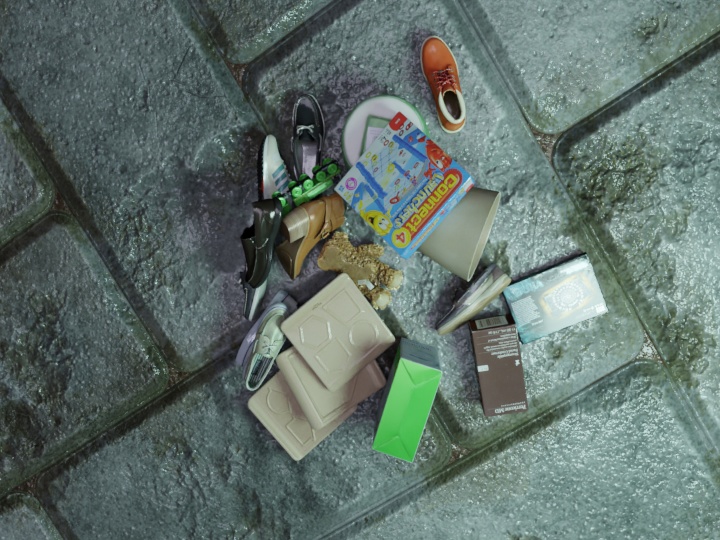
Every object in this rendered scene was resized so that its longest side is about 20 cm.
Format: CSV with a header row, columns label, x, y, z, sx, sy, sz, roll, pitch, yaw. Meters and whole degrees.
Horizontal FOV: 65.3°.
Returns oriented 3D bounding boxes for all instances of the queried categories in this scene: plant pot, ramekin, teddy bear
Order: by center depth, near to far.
label,x,y,z,sx,sy,sz,roll,pitch,yaw
plant pot,0.165,-0.104,1.165,0.197,0.187,0.191,22,99,16
ramekin,0.051,-0.269,1.181,0.195,0.098,0.205,1,97,5
teddy bear,0.000,0.000,1.245,0.196,0.067,0.148,16,108,-3

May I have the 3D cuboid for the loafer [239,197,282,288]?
label,x,y,z,sx,sy,sz,roll,pitch,yaw
loafer,-0.214,-0.059,1.148,0.070,0.073,0.204,7,114,-22

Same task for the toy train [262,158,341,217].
label,x,y,z,sx,sy,sz,roll,pitch,yaw
toy train,-0.123,-0.164,1.181,0.198,0.042,0.057,-33,131,-4

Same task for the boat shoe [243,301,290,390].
label,x,y,z,sx,sy,sz,roll,pitch,yaw
boat shoe,-0.200,0.168,1.220,0.071,0.062,0.203,17,105,-19

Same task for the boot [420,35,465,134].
label,x,y,z,sx,sy,sz,roll,pitch,yaw
boot,0.174,-0.389,1.152,0.074,0.107,0.204,-18,94,9

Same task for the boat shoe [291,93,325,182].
label,x,y,z,sx,sy,sz,roll,pitch,yaw
boat shoe,-0.117,-0.280,1.215,0.072,0.060,0.205,3,98,5

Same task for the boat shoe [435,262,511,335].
label,x,y,z,sx,sy,sz,roll,pitch,yaw
boat shoe,0.235,0.063,1.224,0.200,0.071,0.065,-44,67,21

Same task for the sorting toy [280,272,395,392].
label,x,y,z,sx,sy,sz,roll,pitch,yaw
sorting toy,-0.048,0.135,1.219,0.184,0.036,0.201,-38,104,-2

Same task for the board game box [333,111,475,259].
label,x,y,z,sx,sy,sz,roll,pitch,yaw
board game box,0.082,-0.163,1.084,0.196,0.056,0.201,45,99,18

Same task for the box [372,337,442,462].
label,x,y,z,sx,sy,sz,roll,pitch,yaw
box,0.101,0.270,1.204,0.095,0.177,0.204,17,99,2

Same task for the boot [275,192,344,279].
label,x,y,z,sx,sy,sz,roll,pitch,yaw
boot,-0.104,-0.073,1.227,0.153,0.201,0.074,-32,67,-28

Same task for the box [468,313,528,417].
label,x,y,z,sx,sy,sz,roll,pitch,yaw
box,0.298,0.206,1.219,0.098,0.075,0.204,-10,105,8

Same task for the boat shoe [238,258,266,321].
label,x,y,z,sx,sy,sz,roll,pitch,yaw
boat shoe,-0.239,0.009,1.249,0.059,0.074,0.205,12,96,0

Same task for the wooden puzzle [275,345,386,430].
label,x,y,z,sx,sy,sz,roll,pitch,yaw
wooden puzzle,-0.066,0.226,1.263,0.198,0.037,0.187,-30,89,-10

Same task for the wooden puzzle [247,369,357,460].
label,x,y,z,sx,sy,sz,roll,pitch,yaw
wooden puzzle,-0.132,0.305,1.301,0.200,0.046,0.186,-42,92,4

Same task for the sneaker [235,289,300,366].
label,x,y,z,sx,sy,sz,roll,pitch,yaw
sneaker,-0.209,0.143,1.271,0.070,0.073,0.202,36,99,3

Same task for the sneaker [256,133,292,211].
label,x,y,z,sx,sy,sz,roll,pitch,yaw
sneaker,-0.177,-0.195,1.238,0.091,0.070,0.205,-1,88,-21

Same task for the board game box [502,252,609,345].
label,x,y,z,sx,sy,sz,roll,pitch,yaw
board game box,0.420,0.061,1.222,0.196,0.028,0.138,-22,94,8
